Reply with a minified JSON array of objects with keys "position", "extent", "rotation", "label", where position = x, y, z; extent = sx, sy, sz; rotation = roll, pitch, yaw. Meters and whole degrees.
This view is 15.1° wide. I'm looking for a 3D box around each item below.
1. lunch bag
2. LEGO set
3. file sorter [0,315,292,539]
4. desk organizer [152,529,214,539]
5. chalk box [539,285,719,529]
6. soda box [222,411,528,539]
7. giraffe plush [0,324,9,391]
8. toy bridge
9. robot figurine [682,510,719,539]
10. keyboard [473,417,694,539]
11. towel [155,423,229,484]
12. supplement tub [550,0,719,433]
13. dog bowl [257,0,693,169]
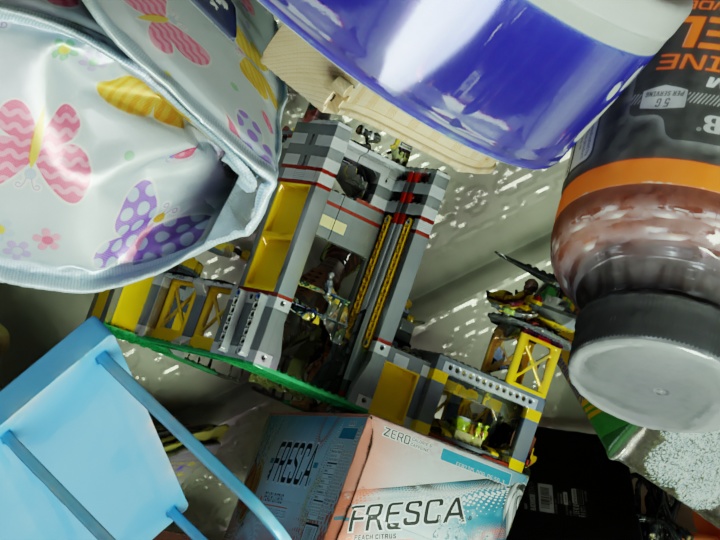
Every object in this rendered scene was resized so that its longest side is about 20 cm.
[{"position":[-0.123,-0.083,0.963],"extent":[0.200,0.170,0.127],"rotation":[14,118,-5],"label":"lunch bag"},{"position":[0.000,0.000,1.100],"extent":[0.200,0.154,0.116],"rotation":[23,82,-26],"label":"LEGO set"},{"position":[-0.123,0.148,1.010],"extent":[0.200,0.123,0.139],"rotation":[-40,149,-15],"label":"file sorter"},{"position":[-0.113,0.195,1.195],"extent":[0.077,0.072,0.200],"rotation":[42,113,12],"label":"desk organizer"},{"position":[0.192,0.003,1.165],"extent":[0.125,0.124,0.200],"rotation":[34,106,-30],"label":"chalk box"},{"position":[0.001,0.096,1.083],"extent":[0.068,0.200,0.064],"rotation":[22,83,-11],"label":"soda box"},{"position":[-0.210,0.054,1.076],"extent":[0.162,0.173,0.200],"rotation":[-27,91,-11],"label":"giraffe plush"},{"position":[0.025,-0.064,1.030],"extent":[0.067,0.200,0.027],"rotation":[39,103,14],"label":"toy bridge"},{"position":[0.150,0.181,1.241],"extent":[0.116,0.144,0.200],"rotation":[-15,164,5],"label":"robot figurine"},{"position":[0.088,0.114,1.142],"extent":[0.104,0.200,0.040],"rotation":[8,106,1],"label":"keyboard"},{"position":[-0.149,0.136,1.155],"extent":[0.200,0.023,0.144],"rotation":[-49,160,17],"label":"towel"},{"position":[0.133,-0.041,1.040],"extent":[0.107,0.200,0.107],"rotation":[11,152,6],"label":"supplement tub"},{"position":[0.019,-0.129,0.981],"extent":[0.200,0.200,0.079],"rotation":[29,111,-30],"label":"dog bowl"}]
